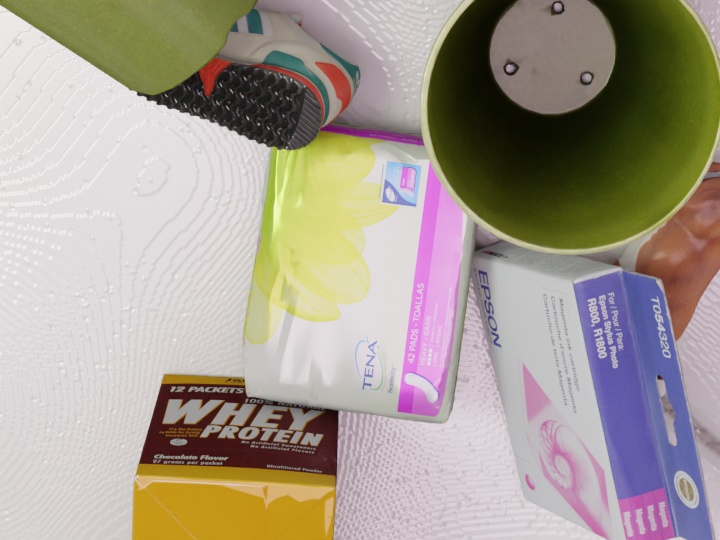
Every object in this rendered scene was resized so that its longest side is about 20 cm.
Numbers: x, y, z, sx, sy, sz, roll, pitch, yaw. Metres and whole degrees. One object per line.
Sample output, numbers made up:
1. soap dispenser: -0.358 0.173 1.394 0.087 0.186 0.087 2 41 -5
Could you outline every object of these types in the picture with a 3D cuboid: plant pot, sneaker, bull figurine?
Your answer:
1. plant pot: 0.130 -0.127 1.373 0.186 0.200 0.188 0 106 0
2. sneaker: -0.091 -0.151 1.443 0.199 0.093 0.071 26 126 21
3. bull figurine: 0.201 -0.002 1.477 0.121 0.065 0.200 30 104 -6
4. plant pot: -0.162 -0.214 1.306 0.200 0.200 0.190 -42 120 11

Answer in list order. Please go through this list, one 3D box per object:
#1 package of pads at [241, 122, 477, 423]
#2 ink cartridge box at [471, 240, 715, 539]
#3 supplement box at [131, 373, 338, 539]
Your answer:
1. package of pads: 0.000 0.000 1.465 0.154 0.068 0.201 8 100 5
2. ink cartridge box: 0.154 0.087 1.439 0.043 0.200 0.197 -20 105 -21
3. supplement box: -0.086 0.199 1.468 0.132 0.200 0.198 3 106 -1
